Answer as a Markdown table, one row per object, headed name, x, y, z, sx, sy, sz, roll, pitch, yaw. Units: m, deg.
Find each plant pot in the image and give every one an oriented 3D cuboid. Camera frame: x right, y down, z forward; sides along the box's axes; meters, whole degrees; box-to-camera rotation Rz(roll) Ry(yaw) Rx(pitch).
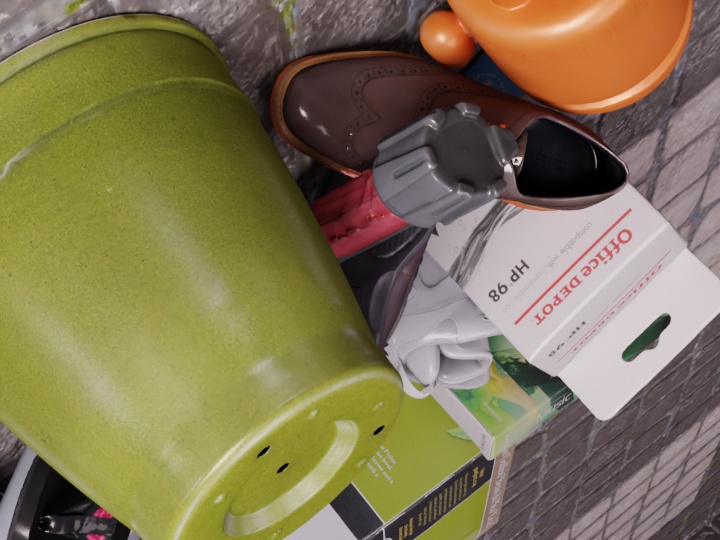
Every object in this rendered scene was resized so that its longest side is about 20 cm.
| name | x | y | z | sx | sy | sz | roll | pitch | yaw |
| --- | --- | --- | --- | --- | --- | --- | --- | --- | --- |
| plant pot | -0.085 | 0.024 | 0.681 | 0.200 | 0.193 | 0.201 | -34 | 155 | -18 |

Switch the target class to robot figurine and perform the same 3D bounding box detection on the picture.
| name | x | y | z | sx | sy | sz | roll | pitch | yaw |
| --- | --- | --- | --- | --- | --- | --- | --- | --- | --- |
| robot figurine | 0.108 | -0.150 | 0.787 | 0.144 | 0.116 | 0.200 | -56 | 155 | 2 |

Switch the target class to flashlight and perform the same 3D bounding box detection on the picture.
| name | x | y | z | sx | sy | sz | roll | pitch | yaw |
| --- | --- | --- | --- | --- | --- | --- | --- | --- | --- |
| flashlight | -0.014 | -0.025 | 0.767 | 0.200 | 0.068 | 0.068 | -26 | -142 | 49 |

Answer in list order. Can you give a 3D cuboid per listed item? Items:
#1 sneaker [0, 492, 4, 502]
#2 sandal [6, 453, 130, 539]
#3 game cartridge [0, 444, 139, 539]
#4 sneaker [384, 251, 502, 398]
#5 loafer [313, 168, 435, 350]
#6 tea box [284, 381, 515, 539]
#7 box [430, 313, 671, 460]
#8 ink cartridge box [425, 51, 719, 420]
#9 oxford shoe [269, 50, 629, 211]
| name | x | y | z | sx | sy | sz | roll | pitch | yaw |
| --- | --- | --- | --- | --- | --- | --- | --- | --- | --- |
| sneaker | -0.261 | 0.209 | 0.868 | 0.200 | 0.078 | 0.079 | -48 | 150 | 10 |
| sandal | -0.136 | 0.129 | 0.795 | 0.200 | 0.045 | 0.076 | 60 | 48 | -76 |
| game cartridge | -0.176 | 0.174 | 0.877 | 0.200 | 0.041 | 0.134 | 85 | 19 | -64 |
| sneaker | 0.071 | 0.008 | 0.996 | 0.199 | 0.115 | 0.075 | -28 | 154 | -30 |
| loafer | 0.000 | 0.000 | 0.879 | 0.063 | 0.071 | 0.201 | 70 | 38 | -79 |
| tea box | 0.000 | 0.161 | 1.124 | 0.196 | 0.134 | 0.200 | -33 | 155 | -18 |
| box | 0.121 | 0.024 | 1.064 | 0.199 | 0.144 | 0.036 | -34 | 151 | -19 |
| ink cartridge box | 0.111 | -0.022 | 0.900 | 0.116 | 0.200 | 0.067 | -45 | 156 | 7 |
| oxford shoe | 0.051 | -0.074 | 0.794 | 0.199 | 0.072 | 0.072 | 8 | 93 | -24 |
